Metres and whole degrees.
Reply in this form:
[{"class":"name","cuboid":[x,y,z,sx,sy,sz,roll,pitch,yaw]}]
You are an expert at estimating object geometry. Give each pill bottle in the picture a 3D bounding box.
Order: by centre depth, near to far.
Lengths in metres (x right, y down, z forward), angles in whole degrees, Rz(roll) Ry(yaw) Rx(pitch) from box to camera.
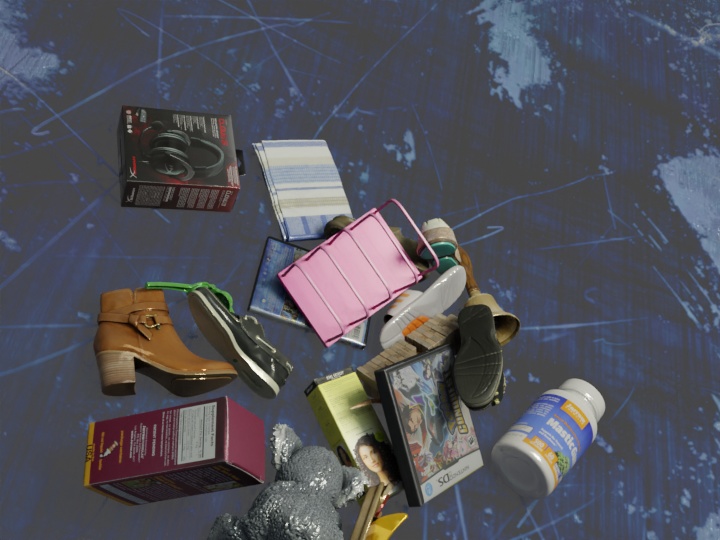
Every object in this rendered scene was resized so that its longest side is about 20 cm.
[{"class":"pill bottle","cuboid":[0.308,0.262,1.396,0.112,0.112,0.200,47,54,7]}]

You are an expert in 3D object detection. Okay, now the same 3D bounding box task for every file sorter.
[{"class":"file sorter","cuboid":[0.000,0.000,1.343,0.200,0.125,0.139,-35,91,-19]}]

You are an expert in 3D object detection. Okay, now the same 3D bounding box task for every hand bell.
[{"class":"hand bell","cuboid":[0.193,0.032,1.514,0.104,0.104,0.200,1,48,-24]}]

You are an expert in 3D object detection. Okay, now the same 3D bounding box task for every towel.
[{"class":"towel","cuboid":[-0.096,-0.140,1.506,0.146,0.024,0.201,-7,67,-30]}]

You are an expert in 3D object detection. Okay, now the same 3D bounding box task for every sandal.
[{"class":"sandal","cuboid":[0.094,0.060,1.444,0.059,0.079,0.207,23,52,41]}]

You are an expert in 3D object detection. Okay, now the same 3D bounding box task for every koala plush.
[{"class":"koala plush","cuboid":[-0.078,0.313,1.165,0.177,0.184,0.200,32,41,-5]}]

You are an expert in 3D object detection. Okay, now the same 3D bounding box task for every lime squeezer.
[{"class":"lime squeezer","cuboid":[-0.234,0.050,1.309,0.200,0.038,0.071,36,52,-27]}]

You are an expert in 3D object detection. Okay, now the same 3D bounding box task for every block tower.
[{"class":"block tower","cuboid":[0.085,0.139,1.385,0.200,0.058,0.054,-29,38,-33]}]

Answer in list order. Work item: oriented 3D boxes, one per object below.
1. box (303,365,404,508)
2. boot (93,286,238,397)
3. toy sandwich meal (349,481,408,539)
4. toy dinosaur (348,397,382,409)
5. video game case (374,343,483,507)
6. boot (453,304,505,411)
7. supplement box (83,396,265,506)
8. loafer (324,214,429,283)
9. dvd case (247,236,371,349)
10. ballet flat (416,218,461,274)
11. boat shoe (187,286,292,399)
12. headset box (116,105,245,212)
[{"class":"box","cuboid":[-0.005,0.247,1.298,0.075,0.050,0.200,-17,69,-35]},{"class":"boot","cuboid":[-0.281,0.101,1.256,0.199,0.077,0.156,-2,58,-17]},{"class":"toy sandwich meal","cuboid":[0.015,0.381,1.144,0.070,0.205,0.206,19,54,6]},{"class":"toy dinosaur","cuboid":[0.075,0.219,1.316,0.200,0.060,0.106,44,29,-20]},{"class":"video game case","cuboid":[0.106,0.224,1.299,0.180,0.025,0.201,-13,88,-51]},{"class":"boot","cuboid":[0.193,0.171,1.353,0.073,0.154,0.204,-8,38,12]},{"class":"supplement box","cuboid":[-0.233,0.231,1.104,0.199,0.110,0.086,-13,60,15]},{"class":"loafer","cuboid":[0.029,-0.043,1.479,0.200,0.076,0.068,28,52,-20]},{"class":"dvd case","cuboid":[-0.073,0.035,1.415,0.199,0.018,0.143,19,55,-12]},{"class":"ballet flat","cuboid":[0.125,-0.046,1.435,0.068,0.200,0.068,-12,75,6]},{"class":"boat shoe","cuboid":[-0.176,0.096,1.277,0.200,0.072,0.068,51,56,-17]},{"class":"headset box","cuboid":[-0.285,-0.178,1.408,0.199,0.077,0.149,2,61,-22]}]
